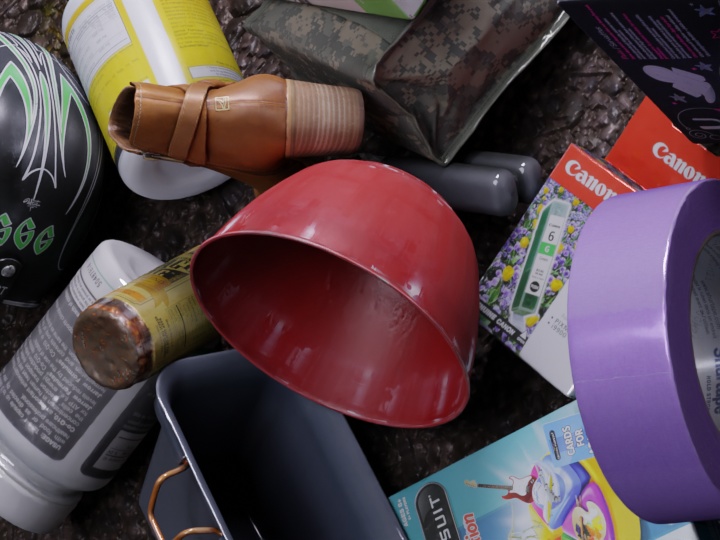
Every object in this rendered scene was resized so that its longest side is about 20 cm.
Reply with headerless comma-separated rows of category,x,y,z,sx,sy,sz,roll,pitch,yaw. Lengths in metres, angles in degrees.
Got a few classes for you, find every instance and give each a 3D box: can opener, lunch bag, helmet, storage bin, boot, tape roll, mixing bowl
can opener,0.042,-0.050,1.633,0.200,0.053,0.067,10,116,45
lunch bag,0.048,-0.194,1.616,0.200,0.118,0.164,-50,40,-9
helmet,-0.283,-0.083,1.782,0.200,0.200,0.191,20,95,36
storage bin,-0.079,0.174,1.600,0.200,0.145,0.135,60,143,29
boot,-0.093,-0.081,1.595,0.200,0.155,0.077,148,122,-74
tape roll,0.197,0.049,1.418,0.065,0.200,0.201,-9,73,32
mixing bowl,0.000,0.000,1.542,0.199,0.200,0.109,6,54,35

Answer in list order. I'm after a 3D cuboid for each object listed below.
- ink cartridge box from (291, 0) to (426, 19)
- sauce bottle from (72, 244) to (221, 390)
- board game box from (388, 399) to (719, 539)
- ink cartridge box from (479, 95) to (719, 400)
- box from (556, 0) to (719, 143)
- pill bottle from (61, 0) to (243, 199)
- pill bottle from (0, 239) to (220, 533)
ink cartridge box,-0.014,-0.254,1.563,0.200,0.084,0.146,16,69,49
sauce bottle,-0.113,0.019,1.641,0.066,0.200,0.066,15,118,31
board game box,0.128,0.176,1.526,0.200,0.047,0.151,-30,63,24
ink cartridge box,0.165,-0.024,1.550,0.109,0.050,0.200,39,101,35
box,0.221,-0.177,1.452,0.114,0.200,0.133,1,68,33
pill bottle,-0.156,-0.161,1.762,0.112,0.112,0.201,-36,61,21
pill bottle,-0.201,0.087,1.728,0.200,0.113,0.113,-51,56,11
